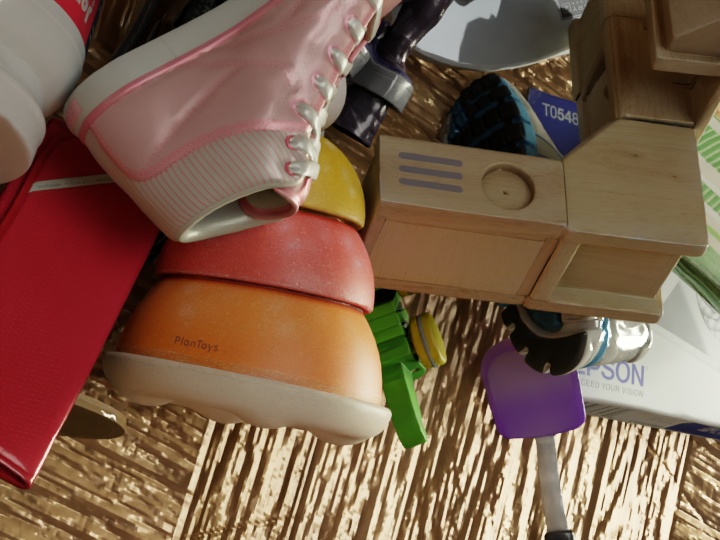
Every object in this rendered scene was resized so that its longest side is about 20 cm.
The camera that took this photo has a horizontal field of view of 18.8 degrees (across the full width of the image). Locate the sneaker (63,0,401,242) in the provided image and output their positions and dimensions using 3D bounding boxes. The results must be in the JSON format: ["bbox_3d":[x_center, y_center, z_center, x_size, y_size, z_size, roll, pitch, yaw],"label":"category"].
[{"bbox_3d":[-0.030,-0.084,1.024,0.200,0.075,0.105,-32,76,-14],"label":"sneaker"}]

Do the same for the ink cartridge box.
[{"bbox_3d":[0.184,-0.003,1.347,0.199,0.041,0.201,12,72,-36],"label":"ink cartridge box"}]

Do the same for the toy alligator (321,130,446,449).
[{"bbox_3d":[0.000,0.000,1.197,0.054,0.059,0.200,-15,85,-82],"label":"toy alligator"}]

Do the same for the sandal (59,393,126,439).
[{"bbox_3d":[-0.199,0.023,1.016,0.211,0.078,0.070,15,69,-28],"label":"sandal"}]

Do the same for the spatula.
[{"bbox_3d":[0.112,0.135,1.257,0.021,0.056,0.201,-25,105,-75],"label":"spatula"}]

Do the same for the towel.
[{"bbox_3d":[0.208,-0.043,1.313,0.153,0.023,0.200,44,30,0],"label":"towel"}]

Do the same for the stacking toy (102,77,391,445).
[{"bbox_3d":[-0.040,-0.021,1.083,0.146,0.146,0.201,16,84,-35],"label":"stacking toy"}]

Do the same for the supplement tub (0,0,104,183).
[{"bbox_3d":[-0.185,-0.156,1.025,0.140,0.140,0.200,29,63,-30],"label":"supplement tub"}]

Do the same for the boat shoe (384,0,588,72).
[{"bbox_3d":[0.101,-0.157,1.299,0.200,0.066,0.070,-13,92,-21],"label":"boat shoe"}]

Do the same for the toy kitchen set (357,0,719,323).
[{"bbox_3d":[0.097,-0.107,1.142,0.180,0.163,0.200,7,56,-11],"label":"toy kitchen set"}]

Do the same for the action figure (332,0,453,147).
[{"bbox_3d":[0.040,-0.166,1.184,0.200,0.069,0.130,-44,147,0],"label":"action figure"}]

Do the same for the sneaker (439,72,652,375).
[{"bbox_3d":[0.109,-0.024,1.251,0.087,0.075,0.200,7,53,-41],"label":"sneaker"}]

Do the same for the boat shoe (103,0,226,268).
[{"bbox_3d":[-0.095,-0.096,1.127,0.072,0.072,0.200,27,64,-30],"label":"boat shoe"}]

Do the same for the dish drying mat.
[{"bbox_3d":[-0.149,0.009,1.010,0.077,0.018,0.200,31,45,-9],"label":"dish drying mat"}]
